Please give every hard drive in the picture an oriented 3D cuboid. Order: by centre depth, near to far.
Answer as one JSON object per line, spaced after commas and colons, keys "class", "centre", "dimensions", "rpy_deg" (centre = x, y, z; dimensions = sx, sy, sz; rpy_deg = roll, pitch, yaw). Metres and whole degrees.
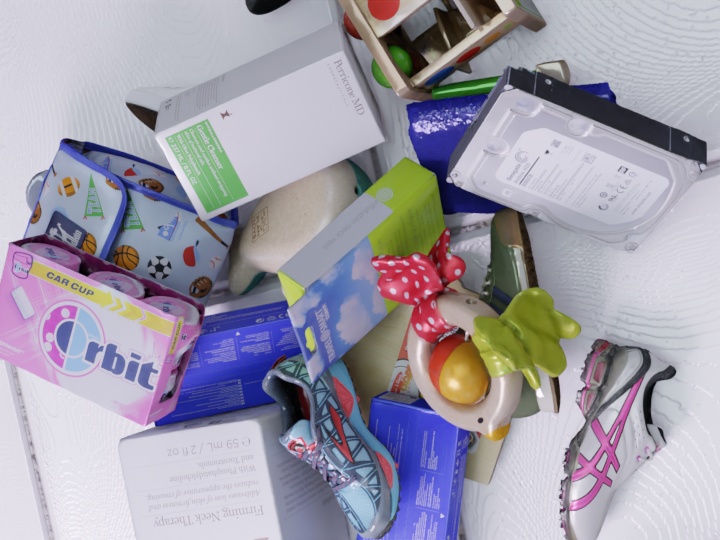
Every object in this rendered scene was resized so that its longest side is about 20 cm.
{"class": "hard drive", "centre": [0.194, -0.098, 1.184], "dimensions": [0.198, 0.038, 0.140], "rpy_deg": [22, 140, -10]}

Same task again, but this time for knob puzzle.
{"class": "knob puzzle", "centre": [0.069, 0.099, 1.328], "dimensions": [0.217, 0.030, 0.223], "rpy_deg": [2, 94, 21]}

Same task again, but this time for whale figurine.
{"class": "whale figurine", "centre": [-0.058, -0.038, 1.343], "dimensions": [0.199, 0.103, 0.161], "rpy_deg": [-31, 54, 40]}

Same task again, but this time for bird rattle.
{"class": "bird rattle", "centre": [0.088, 0.068, 1.191], "dimensions": [0.199, 0.112, 0.165], "rpy_deg": [23, 121, 29]}

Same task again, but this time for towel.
{"class": "towel", "centre": [0.154, -0.118, 1.240], "dimensions": [0.198, 0.148, 0.050], "rpy_deg": [-3, 48, 19]}

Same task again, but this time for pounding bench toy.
{"class": "pounding bench toy", "centre": [0.090, -0.218, 1.251], "dimensions": [0.155, 0.124, 0.201], "rpy_deg": [-34, 81, 19]}

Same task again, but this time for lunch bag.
{"class": "lunch bag", "centre": [-0.243, -0.025, 1.340], "dimensions": [0.198, 0.124, 0.171], "rpy_deg": [22, 105, -12]}

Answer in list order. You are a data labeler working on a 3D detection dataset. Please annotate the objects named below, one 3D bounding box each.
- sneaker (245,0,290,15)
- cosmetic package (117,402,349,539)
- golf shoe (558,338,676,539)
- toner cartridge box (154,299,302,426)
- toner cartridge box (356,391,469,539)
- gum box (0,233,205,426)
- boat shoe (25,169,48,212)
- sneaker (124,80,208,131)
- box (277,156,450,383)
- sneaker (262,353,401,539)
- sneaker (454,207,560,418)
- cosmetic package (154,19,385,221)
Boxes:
{"class": "sneaker", "centre": [-0.071, -0.367, 1.336], "dimensions": [0.201, 0.067, 0.108], "rpy_deg": [-46, 76, 13]}
{"class": "cosmetic package", "centre": [-0.123, 0.246, 1.337], "dimensions": [0.166, 0.166, 0.202], "rpy_deg": [-11, 90, 21]}
{"class": "golf shoe", "centre": [0.242, 0.172, 1.244], "dimensions": [0.091, 0.073, 0.202], "rpy_deg": [13, 98, 18]}
{"class": "toner cartridge box", "centre": [-0.121, 0.090, 1.330], "dimensions": [0.198, 0.043, 0.096], "rpy_deg": [-10, 118, -8]}
{"class": "toner cartridge box", "centre": [0.050, 0.230, 1.297], "dimensions": [0.094, 0.043, 0.203], "rpy_deg": [10, 99, 22]}
{"class": "gum box", "centre": [-0.252, 0.057, 1.252], "dimensions": [0.198, 0.066, 0.115], "rpy_deg": [23, 106, 14]}
{"class": "boat shoe", "centre": [-0.288, -0.030, 1.436], "dimensions": [0.199, 0.068, 0.074], "rpy_deg": [43, 95, -12]}
{"class": "sneaker", "centre": [-0.157, -0.173, 1.390], "dimensions": [0.198, 0.073, 0.085], "rpy_deg": [17, 69, 25]}
{"class": "box", "centre": [0.000, 0.000, 1.249], "dimensions": [0.200, 0.123, 0.047], "rpy_deg": [-42, 53, -21]}
{"class": "sneaker", "centre": [-0.037, 0.172, 1.252], "dimensions": [0.079, 0.095, 0.201], "rpy_deg": [-49, 58, 36]}
{"class": "sneaker", "centre": [0.130, 0.046, 1.248], "dimensions": [0.089, 0.067, 0.203], "rpy_deg": [-11, 92, 15]}
{"class": "cosmetic package", "centre": [-0.086, -0.145, 1.259], "dimensions": [0.198, 0.085, 0.108], "rpy_deg": [-23, 119, 10]}
